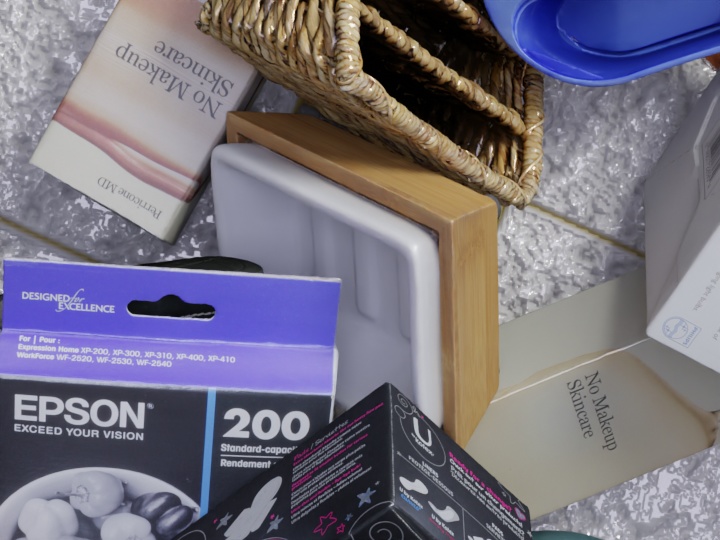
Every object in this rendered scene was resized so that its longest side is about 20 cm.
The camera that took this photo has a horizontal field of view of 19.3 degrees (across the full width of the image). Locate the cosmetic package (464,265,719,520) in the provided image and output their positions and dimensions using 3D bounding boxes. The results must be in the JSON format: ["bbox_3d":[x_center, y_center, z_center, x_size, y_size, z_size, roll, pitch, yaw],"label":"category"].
[{"bbox_3d":[0.129,0.080,1.309,0.199,0.073,0.104,-22,123,0],"label":"cosmetic package"}]

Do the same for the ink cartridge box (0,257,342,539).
[{"bbox_3d":[-0.114,0.092,1.230,0.196,0.043,0.201,3,120,-5],"label":"ink cartridge box"}]

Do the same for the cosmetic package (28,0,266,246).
[{"bbox_3d":[-0.113,-0.127,1.323,0.103,0.087,0.201,28,89,0],"label":"cosmetic package"}]

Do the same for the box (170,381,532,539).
[{"bbox_3d":[-0.014,0.184,1.199,0.200,0.115,0.132,-37,117,22],"label":"box"}]

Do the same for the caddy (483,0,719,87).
[{"bbox_3d":[0.169,-0.190,1.242,0.199,0.105,0.142,-17,96,20],"label":"caddy"}]

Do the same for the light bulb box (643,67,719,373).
[{"bbox_3d":[0.280,-0.010,1.244,0.199,0.199,0.125,27,119,-8],"label":"light bulb box"}]

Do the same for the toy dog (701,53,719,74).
[{"bbox_3d":[0.249,-0.182,1.323,0.200,0.096,0.132,40,89,1],"label":"toy dog"}]

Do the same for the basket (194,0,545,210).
[{"bbox_3d":[0.034,-0.147,1.252,0.200,0.149,0.143,32,85,-44],"label":"basket"}]

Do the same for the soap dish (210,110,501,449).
[{"bbox_3d":[0.000,0.000,1.259,0.081,0.199,0.158,-26,127,-34],"label":"soap dish"}]

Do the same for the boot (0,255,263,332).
[{"bbox_3d":[-0.133,0.075,1.297,0.202,0.073,0.155,-8,93,34],"label":"boot"}]

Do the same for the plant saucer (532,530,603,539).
[{"bbox_3d":[0.122,0.267,1.342,0.198,0.036,0.202,0,89,0],"label":"plant saucer"}]
